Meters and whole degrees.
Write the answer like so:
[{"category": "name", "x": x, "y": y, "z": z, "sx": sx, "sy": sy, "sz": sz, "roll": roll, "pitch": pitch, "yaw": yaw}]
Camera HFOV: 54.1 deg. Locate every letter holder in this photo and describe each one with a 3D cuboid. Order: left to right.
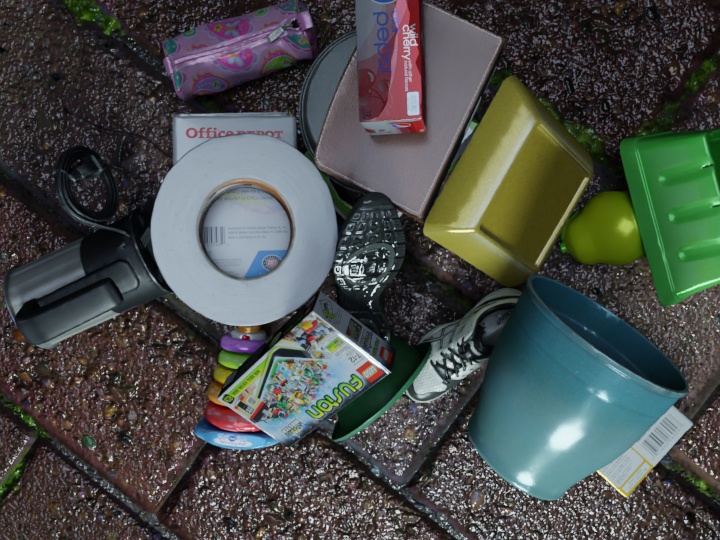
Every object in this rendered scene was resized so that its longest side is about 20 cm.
[{"category": "letter holder", "x": 0.049, "y": -0.175, "z": 0.769, "sx": 0.140, "sy": 0.101, "sz": 0.202, "roll": 26, "pitch": 94, "yaw": 5}]

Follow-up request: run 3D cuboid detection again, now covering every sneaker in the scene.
[{"category": "sneaker", "x": 0.000, "y": 0.000, "z": 0.771, "sx": 0.075, "sy": 0.091, "sz": 0.203, "roll": 3, "pitch": 124, "yaw": -10}, {"category": "sneaker", "x": 0.131, "y": 0.094, "z": 0.891, "sx": 0.200, "sy": 0.088, "sz": 0.076, "roll": -43, "pitch": 90, "yaw": 6}]

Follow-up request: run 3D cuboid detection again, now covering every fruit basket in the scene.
[{"category": "fruit basket", "x": 0.354, "y": -0.062, "z": 0.860, "sx": 0.214, "sy": 0.154, "sz": 0.220, "roll": 17, "pitch": 114, "yaw": 43}]

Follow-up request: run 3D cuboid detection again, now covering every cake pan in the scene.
[{"category": "cake pan", "x": 0.021, "y": -0.193, "z": 0.839, "sx": 0.196, "sy": 0.037, "sz": 0.204, "roll": 0, "pitch": 92, "yaw": 5}]

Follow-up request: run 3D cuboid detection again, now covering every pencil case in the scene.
[{"category": "pencil case", "x": -0.151, "y": -0.284, "z": 0.902, "sx": 0.197, "sy": 0.087, "sz": 0.089, "roll": -15, "pitch": 91, "yaw": 6}]

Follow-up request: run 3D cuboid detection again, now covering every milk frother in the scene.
[{"category": "milk frother", "x": -0.360, "y": -0.025, "z": 0.878, "sx": 0.186, "sy": 0.181, "sz": 0.203, "roll": -23, "pitch": 93, "yaw": 4}]

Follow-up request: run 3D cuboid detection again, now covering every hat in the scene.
[{"category": "hat", "x": -0.025, "y": 0.079, "z": 0.865, "sx": 0.165, "sy": 0.200, "sz": 0.177, "roll": -41, "pitch": 92, "yaw": 15}]

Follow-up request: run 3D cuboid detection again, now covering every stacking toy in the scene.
[{"category": "stacking toy", "x": -0.142, "y": 0.114, "z": 0.897, "sx": 0.114, "sy": 0.110, "sz": 0.204, "roll": 5, "pitch": 95, "yaw": 4}]

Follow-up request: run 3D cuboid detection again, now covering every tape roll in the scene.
[{"category": "tape roll", "x": -0.124, "y": -0.043, "z": 0.767, "sx": 0.196, "sy": 0.066, "sz": 0.204, "roll": 0, "pitch": 90, "yaw": -9}]

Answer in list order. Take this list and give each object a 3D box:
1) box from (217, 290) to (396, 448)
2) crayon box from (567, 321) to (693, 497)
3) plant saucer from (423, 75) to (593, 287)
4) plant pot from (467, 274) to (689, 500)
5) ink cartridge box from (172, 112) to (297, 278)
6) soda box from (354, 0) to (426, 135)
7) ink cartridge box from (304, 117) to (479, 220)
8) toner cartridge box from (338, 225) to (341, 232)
[{"category": "box", "x": -0.064, "y": 0.116, "z": 0.785, "sx": 0.110, "sy": 0.035, "sz": 0.200, "roll": 37, "pitch": 127, "yaw": -14}, {"category": "crayon box", "x": 0.298, "y": 0.168, "z": 0.897, "sx": 0.200, "sy": 0.052, "sz": 0.126, "roll": 42, "pitch": 95, "yaw": 1}, {"category": "plant saucer", "x": 0.191, "y": -0.088, "z": 0.826, "sx": 0.048, "sy": 0.199, "sz": 0.202, "roll": 33, "pitch": 95, "yaw": 47}, {"category": "plant pot", "x": 0.220, "y": 0.140, "z": 0.789, "sx": 0.198, "sy": 0.200, "sz": 0.190, "roll": 32, "pitch": 109, "yaw": 3}, {"category": "ink cartridge box", "x": -0.146, "y": -0.078, "z": 0.840, "sx": 0.142, "sy": 0.085, "sz": 0.204, "roll": -2, "pitch": 90, "yaw": -9}, {"category": "soda box", "x": 0.030, "y": -0.239, "z": 0.686, "sx": 0.062, "sy": 0.070, "sz": 0.204, "roll": -1, "pitch": 91, "yaw": 9}, {"category": "ink cartridge box", "x": 0.036, "y": -0.153, "z": 0.896, "sx": 0.148, "sy": 0.076, "sz": 0.200, "roll": 45, "pitch": 96, "yaw": 2}, {"category": "toner cartridge box", "x": -0.107, "y": -0.081, "z": 0.915, "sx": 0.095, "sy": 0.043, "sz": 0.201, "roll": -39, "pitch": 83, "yaw": 10}]
